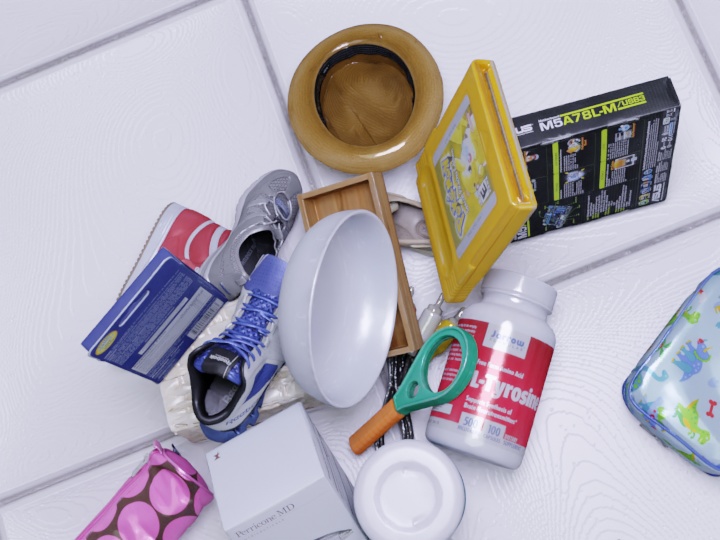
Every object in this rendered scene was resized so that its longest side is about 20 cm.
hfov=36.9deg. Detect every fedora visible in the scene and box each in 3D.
[{"bbox_3d":[0.010,-0.192,1.280,0.198,0.082,0.203,-4,68,11],"label":"fedora"}]

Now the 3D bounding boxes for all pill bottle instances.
[{"bbox_3d":[0.150,0.107,1.190,0.111,0.112,0.202,16,81,10],"label":"pill bottle"},{"bbox_3d":[0.056,0.237,1.130,0.109,0.200,0.112,-1,78,6],"label":"pill bottle"}]

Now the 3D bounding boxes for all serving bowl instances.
[{"bbox_3d":[-0.031,0.036,1.109,0.065,0.200,0.203,7,79,26],"label":"serving bowl"}]

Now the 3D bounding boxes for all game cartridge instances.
[{"bbox_3d":[0.112,-0.088,1.130,0.032,0.200,0.178,-1,61,-20],"label":"game cartridge"}]

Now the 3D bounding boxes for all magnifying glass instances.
[{"bbox_3d":[0.055,0.137,1.185,0.200,0.022,0.080,-47,38,29],"label":"magnifying glass"}]

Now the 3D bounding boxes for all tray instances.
[{"bbox_3d":[0.000,0.000,1.220,0.098,0.037,0.203,-14,89,24],"label":"tray"}]

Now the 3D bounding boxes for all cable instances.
[{"bbox_3d":[0.045,0.116,1.232,0.096,0.050,0.202,21,82,10],"label":"cable"}]

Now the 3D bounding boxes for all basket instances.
[{"bbox_3d":[-0.127,0.104,1.218,0.197,0.123,0.137,-17,77,3],"label":"basket"}]

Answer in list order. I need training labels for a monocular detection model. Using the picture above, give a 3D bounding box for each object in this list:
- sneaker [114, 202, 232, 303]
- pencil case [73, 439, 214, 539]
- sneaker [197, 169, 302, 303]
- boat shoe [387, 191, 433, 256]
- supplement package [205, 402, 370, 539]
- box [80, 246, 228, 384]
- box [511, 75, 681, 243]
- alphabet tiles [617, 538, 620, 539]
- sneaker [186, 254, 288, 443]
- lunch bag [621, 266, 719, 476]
[{"bbox_3d":[-0.214,0.027,1.271,0.111,0.071,0.202,20,80,14],"label":"sneaker"},{"bbox_3d":[-0.261,0.292,1.216,0.094,0.091,0.200,44,83,-22],"label":"pencil case"},{"bbox_3d":[-0.108,-0.040,1.237,0.081,0.075,0.201,-15,39,44],"label":"sneaker"},{"bbox_3d":[0.026,-0.061,1.262,0.197,0.065,0.073,13,80,9],"label":"boat shoe"},{"bbox_3d":[-0.061,0.261,1.127,0.116,0.201,0.118,-28,36,1],"label":"supplement package"},{"bbox_3d":[-0.205,0.046,1.074,0.032,0.200,0.121,38,85,14],"label":"box"},{"bbox_3d":[0.244,-0.115,1.178,0.191,0.200,0.048,-13,62,5],"label":"box"},{"bbox_3d":[0.261,0.404,1.171,0.166,0.006,0.201,38,85,12],"label":"alphabet tiles"},{"bbox_3d":[-0.115,0.080,1.098,0.080,0.115,0.201,23,81,10],"label":"sneaker"},{"bbox_3d":[0.395,0.113,1.175,0.160,0.082,0.201,37,85,13],"label":"lunch bag"}]
